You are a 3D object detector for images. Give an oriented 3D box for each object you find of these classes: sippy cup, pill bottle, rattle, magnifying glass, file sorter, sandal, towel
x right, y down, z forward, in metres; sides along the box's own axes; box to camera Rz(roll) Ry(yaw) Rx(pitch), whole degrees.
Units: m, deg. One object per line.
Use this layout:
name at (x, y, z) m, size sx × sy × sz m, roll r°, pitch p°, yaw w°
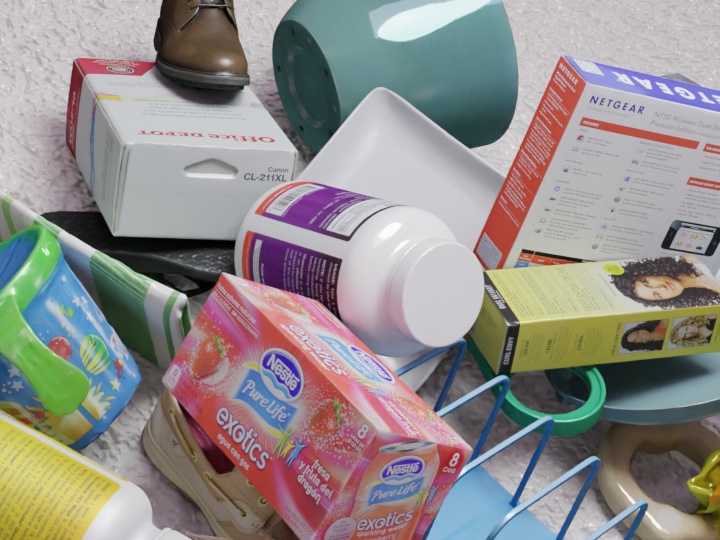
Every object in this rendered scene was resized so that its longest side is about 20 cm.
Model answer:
sippy cup at (-0.230, 0.060, 1.359) m, size 0.130 × 0.139 × 0.178 m, roll 48°, pitch 27°, yaw -19°
pill bottle at (-0.211, 0.171, 1.269) m, size 0.199 × 0.113 × 0.113 m, roll 27°, pitch 40°, yaw 9°
rattle at (0.240, 0.112, 1.510) m, size 0.130 × 0.143 × 0.201 m, roll -13°, pitch 54°, yaw -9°
magnifying glass at (0.104, 0.063, 1.487) m, size 0.079 × 0.022 × 0.200 m, roll -32°, pitch 54°, yaw -32°
file sorter at (0.087, 0.165, 1.394) m, size 0.200 × 0.123 × 0.139 m, roll 41°, pitch 44°, yaw 24°
sandal at (-0.169, -0.011, 1.549) m, size 0.199 × 0.048 × 0.075 m, roll 6°, pitch 37°, yaw 4°
towel at (-0.208, 0.003, 1.440) m, size 0.200 × 0.153 × 0.023 m, roll 32°, pitch 70°, yaw 13°
pill bottle at (0.000, 0.000, 1.446) m, size 0.112 × 0.113 × 0.200 m, roll -15°, pitch 20°, yaw -35°

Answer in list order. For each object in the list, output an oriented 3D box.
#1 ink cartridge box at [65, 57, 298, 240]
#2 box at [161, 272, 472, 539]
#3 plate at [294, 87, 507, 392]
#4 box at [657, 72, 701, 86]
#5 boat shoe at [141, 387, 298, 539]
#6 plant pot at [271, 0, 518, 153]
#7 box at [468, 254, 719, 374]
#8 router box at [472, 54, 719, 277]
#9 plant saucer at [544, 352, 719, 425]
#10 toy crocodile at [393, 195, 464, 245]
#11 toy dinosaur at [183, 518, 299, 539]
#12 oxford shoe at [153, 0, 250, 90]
ink cartridge box at (-0.151, -0.101, 1.577) m, size 0.145 × 0.083 × 0.200 m, roll 2°, pitch 25°, yaw -21°
box at (-0.032, 0.098, 1.312) m, size 0.102 × 0.095 × 0.200 m, roll 18°, pitch 18°, yaw -45°
plate at (0.028, -0.023, 1.581) m, size 0.199 × 0.032 × 0.200 m, roll 37°, pitch 82°, yaw 21°
box at (0.207, -0.063, 1.615) m, size 0.050 × 0.201 × 0.157 m, roll 37°, pitch 28°, yaw 26°
boat shoe at (-0.078, 0.151, 1.380) m, size 0.200 × 0.069 × 0.074 m, roll 38°, pitch 43°, yaw 20°
plant pot at (0.019, -0.183, 1.708) m, size 0.160 × 0.201 × 0.201 m, roll -21°, pitch 54°, yaw -23°
box at (0.184, 0.032, 1.482) m, size 0.199 × 0.050 × 0.075 m, roll -6°, pitch 35°, yaw -21°
router box at (0.213, -0.062, 1.508) m, size 0.199 × 0.180 × 0.049 m, roll 9°, pitch 28°, yaw -28°
plant saucer at (0.246, 0.074, 1.531) m, size 0.199 × 0.028 × 0.200 m, roll -9°, pitch 22°, yaw 4°
toy crocodile at (0.046, -0.012, 1.626) m, size 0.067 × 0.062 × 0.200 m, roll -42°, pitch 65°, yaw -4°
toy dinosaur at (-0.038, 0.236, 1.261) m, size 0.200 × 0.086 × 0.136 m, roll 43°, pitch 27°, yaw 1°
oxford shoe at (-0.135, -0.206, 1.617) m, size 0.072 × 0.085 × 0.200 m, roll 3°, pitch 25°, yaw -21°
